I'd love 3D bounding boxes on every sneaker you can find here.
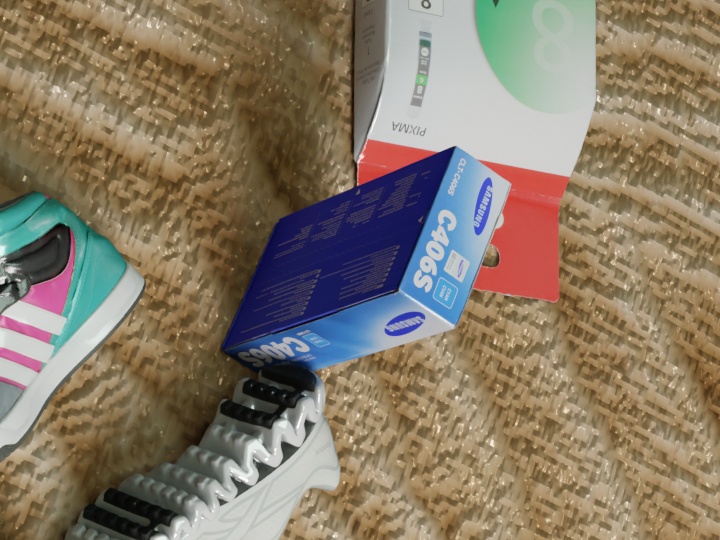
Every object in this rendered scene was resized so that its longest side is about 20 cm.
[{"bbox_3d":[-0.087,0.140,1.346,0.200,0.075,0.081,-37,124,-24],"label":"sneaker"},{"bbox_3d":[-0.211,0.027,1.284,0.121,0.083,0.200,51,51,-17],"label":"sneaker"}]

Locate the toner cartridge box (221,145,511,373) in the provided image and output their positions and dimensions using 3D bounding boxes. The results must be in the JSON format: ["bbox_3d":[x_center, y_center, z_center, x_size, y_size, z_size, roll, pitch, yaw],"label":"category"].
[{"bbox_3d":[0.000,0.000,1.351,0.043,0.200,0.096,32,65,-22],"label":"toner cartridge box"}]

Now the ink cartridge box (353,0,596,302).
[{"bbox_3d":[0.073,-0.092,1.508,0.160,0.050,0.202,9,72,-29],"label":"ink cartridge box"}]
